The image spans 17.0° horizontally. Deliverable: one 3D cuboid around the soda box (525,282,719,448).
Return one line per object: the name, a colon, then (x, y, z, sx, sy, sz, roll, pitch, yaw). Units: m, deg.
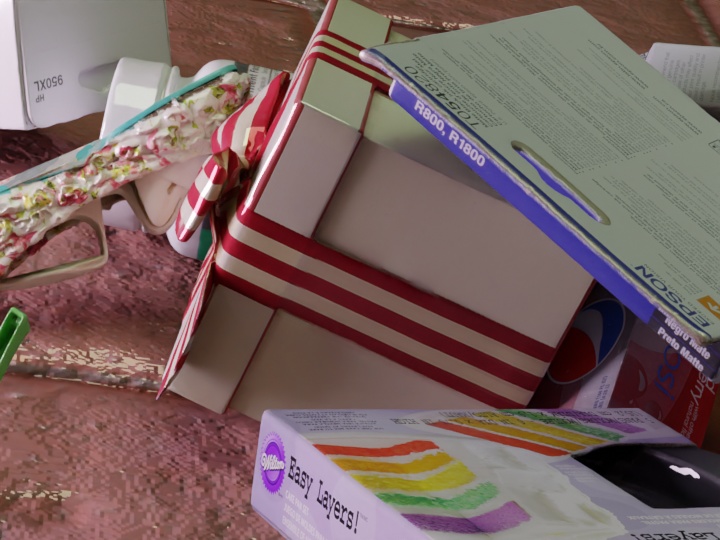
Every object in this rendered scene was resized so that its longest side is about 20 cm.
soda box: (0.138, 0.025, 1.170, 0.063, 0.070, 0.201, 41, 53, -24)

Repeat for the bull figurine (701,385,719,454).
bull figurine: (0.180, 0.067, 1.241, 0.121, 0.065, 0.200, 4, 24, -23)

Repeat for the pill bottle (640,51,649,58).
pill bottle: (0.199, -0.063, 1.482, 0.106, 0.107, 0.200, 11, 20, -2)

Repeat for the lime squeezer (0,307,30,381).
lime squeezer: (-0.194, 0.107, 0.980, 0.038, 0.071, 0.200, 35, 60, 13)

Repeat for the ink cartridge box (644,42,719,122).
ink cartridge box: (0.216, -0.065, 1.271, 0.199, 0.041, 0.200, 6, -16, 21)

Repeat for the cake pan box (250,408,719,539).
cake pan box: (0.080, 0.105, 0.970, 0.199, 0.053, 0.184, 2, 16, -25)

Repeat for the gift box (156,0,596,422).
gift box: (0.000, 0.000, 1.172, 0.186, 0.201, 0.185, 26, 19, -5)

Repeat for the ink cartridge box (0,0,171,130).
ink cartridge box: (-0.231, -0.138, 1.421, 0.199, 0.085, 0.144, 5, 17, 31)

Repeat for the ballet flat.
ballet flat: (-0.136, -0.037, 1.252, 0.199, 0.064, 0.076, -28, -4, -9)

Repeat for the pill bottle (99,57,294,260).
pill bottle: (-0.045, -0.055, 1.350, 0.199, 0.114, 0.113, 11, 23, -2)

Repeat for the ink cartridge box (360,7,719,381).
ink cartridge box: (0.112, -0.036, 1.063, 0.200, 0.041, 0.200, 43, 29, 19)
